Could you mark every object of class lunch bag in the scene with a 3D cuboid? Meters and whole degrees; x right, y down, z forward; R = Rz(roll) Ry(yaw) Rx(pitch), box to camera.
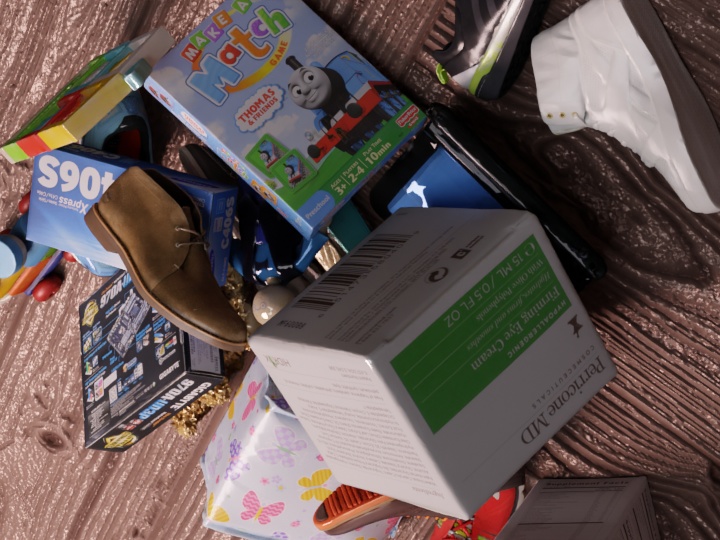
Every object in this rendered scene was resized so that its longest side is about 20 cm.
[{"bbox_3d":[-0.033,0.178,1.504,0.200,0.127,0.170,18,122,-18],"label":"lunch bag"}]

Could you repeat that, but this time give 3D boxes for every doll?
[{"bbox_3d":[-0.083,-0.046,1.410,0.136,0.048,0.200,-15,76,37],"label":"doll"}]

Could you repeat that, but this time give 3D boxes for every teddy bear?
[{"bbox_3d":[-0.156,0.074,1.528,0.200,0.067,0.145,-39,61,50],"label":"teddy bear"}]

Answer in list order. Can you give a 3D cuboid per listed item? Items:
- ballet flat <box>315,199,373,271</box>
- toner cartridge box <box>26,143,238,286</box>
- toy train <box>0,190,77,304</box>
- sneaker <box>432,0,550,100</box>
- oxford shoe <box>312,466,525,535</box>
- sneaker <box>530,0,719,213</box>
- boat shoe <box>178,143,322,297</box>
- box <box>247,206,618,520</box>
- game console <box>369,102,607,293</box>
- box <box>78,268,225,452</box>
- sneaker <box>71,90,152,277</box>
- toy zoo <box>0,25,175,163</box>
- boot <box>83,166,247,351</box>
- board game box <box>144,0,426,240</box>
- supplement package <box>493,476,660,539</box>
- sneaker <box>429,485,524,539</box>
[{"bbox_3d":[0.000,0.000,1.457,0.200,0.070,0.065,57,148,-1],"label":"ballet flat"},{"bbox_3d":[-0.212,-0.052,1.437,0.200,0.043,0.095,15,107,25],"label":"toner cartridge box"},{"bbox_3d":[-0.372,0.011,1.617,0.085,0.116,0.200,46,124,3],"label":"toy train"},{"bbox_3d":[0.111,-0.230,1.283,0.083,0.072,0.200,31,122,14],"label":"sneaker"},{"bbox_3d":[0.056,0.204,1.417,0.200,0.071,0.073,-22,110,0],"label":"oxford shoe"},{"bbox_3d":[0.215,-0.123,1.280,0.116,0.074,0.200,-27,87,35],"label":"sneaker"},{"bbox_3d":[-0.100,-0.042,1.495,0.200,0.057,0.067,57,163,-1],"label":"boat shoe"},{"bbox_3d":[0.059,0.071,1.313,0.200,0.199,0.171,6,132,57],"label":"box"},{"bbox_3d":[0.102,-0.033,1.352,0.200,0.176,0.116,44,96,3],"label":"game console"},{"bbox_3d":[-0.207,0.068,1.516,0.200,0.046,0.159,-37,52,43],"label":"box"},{"bbox_3d":[-0.242,-0.078,1.511,0.090,0.078,0.200,-130,42,-50],"label":"sneaker"},{"bbox_3d":[-0.237,-0.155,1.380,0.020,0.131,0.200,49,156,-19],"label":"toy zoo"},{"bbox_3d":[-0.156,-0.012,1.347,0.200,0.074,0.075,46,106,23],"label":"boot"},{"bbox_3d":[-0.065,-0.148,1.373,0.200,0.151,0.037,42,163,6],"label":"board game box"},{"bbox_3d":[0.185,0.276,1.388,0.114,0.200,0.110,-6,108,31],"label":"supplement package"},{"bbox_3d":[0.101,0.251,1.491,0.077,0.085,0.200,19,119,19],"label":"sneaker"}]
